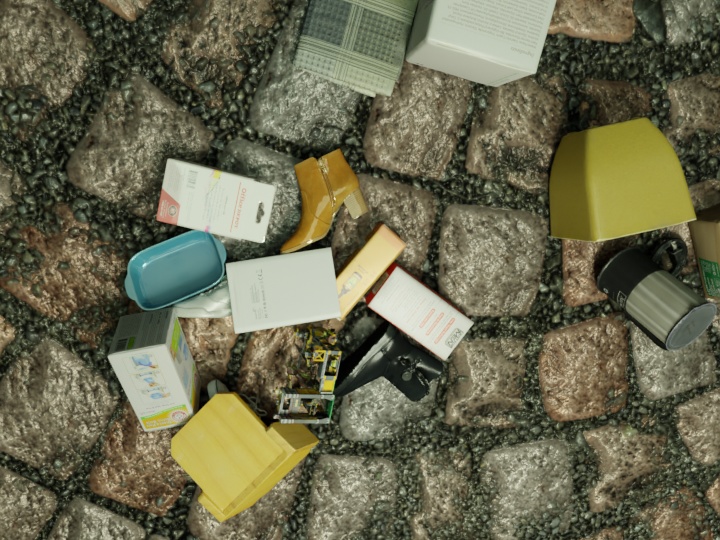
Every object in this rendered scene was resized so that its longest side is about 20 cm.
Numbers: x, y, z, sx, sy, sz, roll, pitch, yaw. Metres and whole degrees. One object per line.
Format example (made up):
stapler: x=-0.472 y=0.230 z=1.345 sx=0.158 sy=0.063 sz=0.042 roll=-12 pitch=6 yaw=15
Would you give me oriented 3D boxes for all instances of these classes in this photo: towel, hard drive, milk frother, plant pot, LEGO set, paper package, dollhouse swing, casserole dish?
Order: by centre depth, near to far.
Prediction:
towel: x=-0.007 y=-0.438 z=1.037 sx=0.199 sy=0.035 sz=0.194 roll=16 pitch=96 yaw=-7
hard drive: x=-0.144 y=0.037 z=1.051 sx=0.198 sy=0.027 sz=0.133 roll=-9 pitch=83 yaw=-3
casserole dish: x=-0.344 y=0.001 z=1.060 sx=0.199 sy=0.039 sz=0.122 roll=-22 pitch=75 yaw=-2
plant pot: x=0.475 y=-0.176 z=1.061 sx=0.194 sy=0.194 sz=0.202 roll=-12 pitch=97 yaw=-4
LEGO set: x=-0.120 y=0.202 z=1.085 sx=0.115 sy=0.154 sz=0.201 roll=7 pitch=108 yaw=-25
dollhouse swing: x=-0.229 y=0.342 z=1.092 sx=0.200 sy=0.182 sz=0.176 roll=-45 pitch=72 yaw=6
milk frother: x=0.620 y=0.037 z=1.112 sx=0.200 sy=0.188 sz=0.180 roll=-43 pitch=136 yaw=8
paper package: x=0.808 y=-0.051 z=1.160 sx=0.189 sy=0.104 sz=0.201 roll=-22 pitch=103 yaw=0

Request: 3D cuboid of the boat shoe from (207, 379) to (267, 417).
boat shoe: x=-0.230 y=0.296 z=1.131 sx=0.086 sy=0.075 sz=0.203 roll=-24 pitch=106 yaw=0

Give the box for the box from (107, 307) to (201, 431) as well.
box: x=-0.376 y=0.186 z=1.044 sx=0.101 sy=0.113 sz=0.201 roll=-10 pitch=124 yaw=-4

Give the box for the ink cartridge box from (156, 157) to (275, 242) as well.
ink cartridge box: x=-0.264 y=-0.130 z=1.047 sx=0.199 sy=0.068 sz=0.117 roll=14 pitch=100 yaw=-7

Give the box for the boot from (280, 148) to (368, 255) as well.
boot: x=-0.096 y=-0.133 z=1.071 sx=0.200 sy=0.071 sz=0.145 roll=-30 pitch=96 yaw=-2

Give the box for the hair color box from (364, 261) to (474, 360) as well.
hair color box: x=0.118 y=0.081 z=1.133 sx=0.200 sy=0.061 sz=0.102 roll=36 pitch=96 yaw=-10

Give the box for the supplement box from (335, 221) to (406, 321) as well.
supplement box: x=0.000 y=0.000 z=1.102 sx=0.066 sy=0.069 sz=0.200 roll=41 pitch=93 yaw=-11

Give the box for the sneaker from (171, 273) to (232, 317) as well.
sneaker: x=-0.266 y=0.047 z=1.089 sx=0.198 sy=0.075 sz=0.089 roll=-5 pitch=88 yaw=-10

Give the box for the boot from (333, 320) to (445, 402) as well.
boot: x=0.054 y=0.222 z=1.145 sx=0.168 sy=0.076 sz=0.200 roll=41 pitch=99 yaw=-15

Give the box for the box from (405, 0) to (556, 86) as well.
box: x=0.203 y=-0.437 z=0.968 sx=0.199 sy=0.199 sz=0.173 roll=13 pitch=100 yaw=-9
